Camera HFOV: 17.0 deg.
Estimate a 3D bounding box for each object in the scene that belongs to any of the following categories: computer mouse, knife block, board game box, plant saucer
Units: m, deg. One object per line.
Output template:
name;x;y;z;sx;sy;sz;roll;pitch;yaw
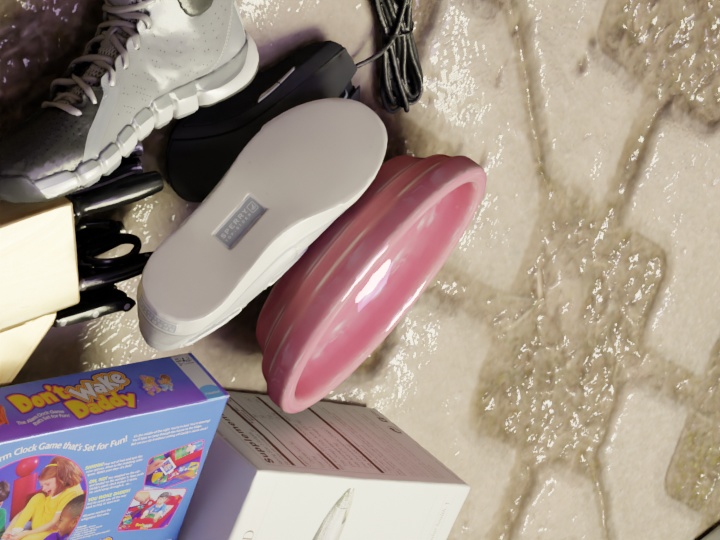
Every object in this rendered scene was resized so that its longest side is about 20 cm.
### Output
computer mouse;-0.033;-0.122;1.488;0.199;0.046;0.141;-27;131;-28
knife block;-0.206;-0.025;1.381;0.176;0.064;0.200;-56;137;-1
board game box;-0.185;0.129;1.433;0.199;0.045;0.135;-9;132;-42
plant saucer;0.000;0.000;1.539;0.201;0.051;0.201;-48;169;-12

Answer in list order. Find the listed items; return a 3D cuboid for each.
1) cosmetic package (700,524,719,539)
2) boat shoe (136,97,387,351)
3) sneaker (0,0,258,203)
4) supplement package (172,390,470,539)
cosmetic package;0.369;0.318;2.004;0.167;0.200;0.167;-32;132;-22
boat shoe;-0.060;-0.025;1.444;0.200;0.072;0.069;-51;177;-28
sneaker;-0.149;-0.128;1.372;0.200;0.075;0.116;-36;130;-34
supplement package;-0.048;0.159;1.594;0.199;0.117;0.118;9;111;-44
